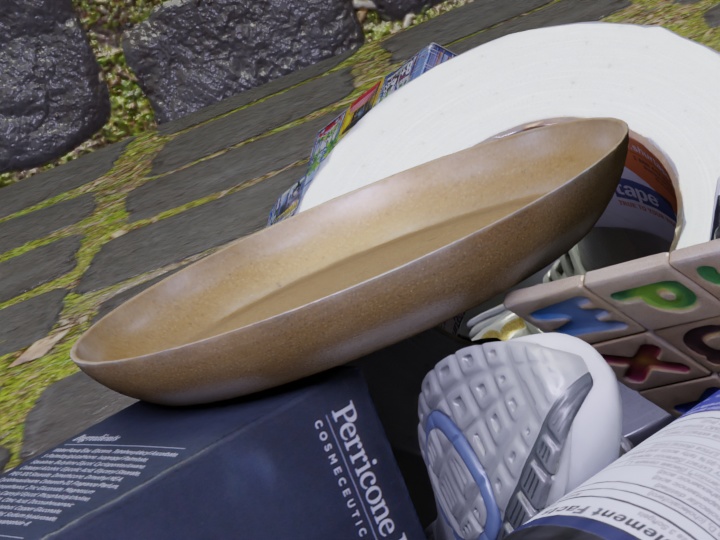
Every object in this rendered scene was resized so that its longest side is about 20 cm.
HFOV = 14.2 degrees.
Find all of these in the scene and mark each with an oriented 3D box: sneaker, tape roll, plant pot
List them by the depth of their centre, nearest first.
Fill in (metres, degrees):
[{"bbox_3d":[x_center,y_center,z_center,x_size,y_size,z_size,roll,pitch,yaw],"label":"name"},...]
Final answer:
[{"bbox_3d":[0.065,0.076,0.939,0.087,0.075,0.200,-14,-29,-12],"label":"sneaker"},{"bbox_3d":[0.000,0.000,0.963,0.199,0.028,0.200,-21,9,4],"label":"plant pot"},{"bbox_3d":[0.073,0.005,1.054,0.200,0.066,0.201,-12,50,15],"label":"tape roll"},{"bbox_3d":[0.093,0.020,1.216,0.115,0.074,0.200,-24,-27,7],"label":"sneaker"}]

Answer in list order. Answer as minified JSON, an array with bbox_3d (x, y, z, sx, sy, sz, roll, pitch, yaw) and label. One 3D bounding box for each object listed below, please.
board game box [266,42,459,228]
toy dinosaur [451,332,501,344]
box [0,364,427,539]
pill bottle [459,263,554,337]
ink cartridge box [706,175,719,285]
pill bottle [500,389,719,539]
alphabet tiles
[{"bbox_3d":[-0.015,0.029,1.305,0.200,0.062,0.200,-36,33,52],"label":"board game box"},{"bbox_3d":[0.086,0.069,1.158,0.135,0.102,0.200,-12,-33,-37],"label":"toy dinosaur"},{"bbox_3d":[-0.075,0.137,0.917,0.200,0.149,0.107,-29,13,-30],"label":"box"},{"bbox_3d":[0.080,-0.016,1.455,0.112,0.113,0.200,-19,11,13],"label":"pill bottle"},{"bbox_3d":[0.183,0.031,0.941,0.099,0.200,0.039,-1,63,23],"label":"ink cartridge box"},{"bbox_3d":[0.093,0.108,0.826,0.200,0.112,0.112,-30,14,-36],"label":"pill bottle"},{"bbox_3d":[0.170,0.036,0.904,0.167,0.200,0.008,-15,53,43],"label":"alphabet tiles"}]
